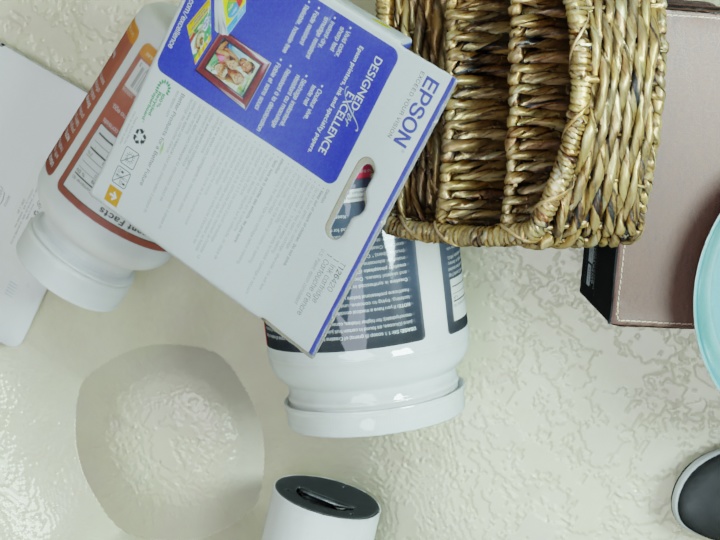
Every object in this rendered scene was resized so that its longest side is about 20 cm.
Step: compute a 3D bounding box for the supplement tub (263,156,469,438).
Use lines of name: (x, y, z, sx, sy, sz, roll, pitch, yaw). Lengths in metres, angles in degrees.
supplement tub: (0.000, 0.000, 1.373, 0.139, 0.140, 0.202, -4, 98, 15)

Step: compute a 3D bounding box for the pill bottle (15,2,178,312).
pill bottle: (-0.153, -0.075, 1.416, 0.112, 0.112, 0.201, 37, 107, 6)

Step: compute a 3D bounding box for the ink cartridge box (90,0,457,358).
ink cartridge box: (-0.053, -0.081, 1.284, 0.199, 0.047, 0.199, 34, 106, 21)

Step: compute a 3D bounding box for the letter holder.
letter holder: (0.228, -0.070, 1.323, 0.141, 0.101, 0.202, 3, 101, -6)

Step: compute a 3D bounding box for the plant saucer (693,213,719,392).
plant saucer: (0.301, 0.013, 1.286, 0.198, 0.027, 0.202, -2, 102, -9)

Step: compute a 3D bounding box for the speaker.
speaker: (-0.044, 0.251, 1.461, 0.081, 0.081, 0.202, 15, 103, 12)

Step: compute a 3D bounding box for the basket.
basket: (0.094, -0.114, 1.244, 0.148, 0.143, 0.202, 2, 95, -17)

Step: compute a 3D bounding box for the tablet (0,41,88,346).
tablet: (-0.267, -0.058, 1.501, 0.129, 0.014, 0.201, 29, 105, 9)

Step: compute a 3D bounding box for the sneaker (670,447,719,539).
sneaker: (0.299, 0.158, 1.348, 0.198, 0.083, 0.072, 3, 100, 20)
